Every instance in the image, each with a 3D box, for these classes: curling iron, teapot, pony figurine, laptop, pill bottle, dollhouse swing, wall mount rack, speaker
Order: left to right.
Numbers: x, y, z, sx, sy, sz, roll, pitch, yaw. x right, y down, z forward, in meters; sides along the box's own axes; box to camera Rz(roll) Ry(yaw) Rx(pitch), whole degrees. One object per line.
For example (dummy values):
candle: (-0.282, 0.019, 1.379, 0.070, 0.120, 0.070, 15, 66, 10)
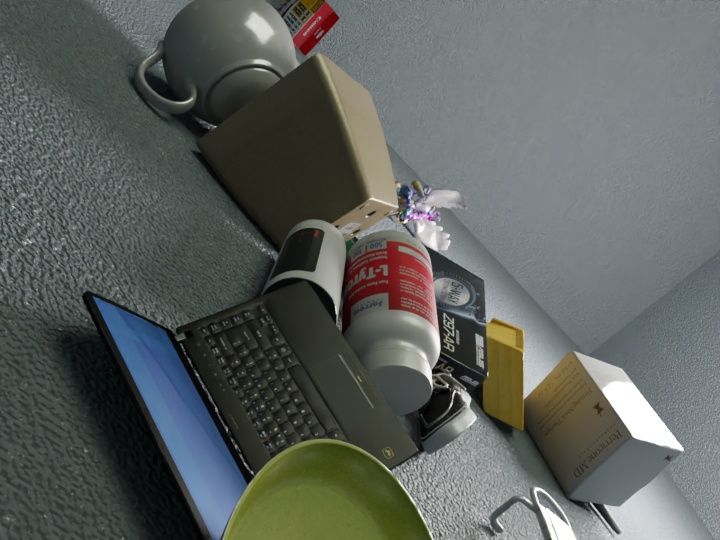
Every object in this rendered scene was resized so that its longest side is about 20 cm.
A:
teapot: (-0.171, -0.263, 0.903, 0.148, 0.198, 0.197, 67, 10, 26)
laptop: (-0.063, 0.078, 0.463, 0.198, 0.104, 0.178, -20, 64, -34)
speaker: (-0.058, 0.010, 0.717, 0.081, 0.081, 0.200, 45, 16, -13)
pill bottle: (0.033, 0.058, 0.762, 0.112, 0.112, 0.202, 39, 31, -30)
pony figurine: (0.154, -0.158, 1.702, 0.190, 0.169, 0.201, 11, 28, -10)
dollhouse swing: (0.203, 0.168, 1.179, 0.200, 0.173, 0.185, -25, 115, -75)
wall mount rack: (0.222, 0.343, 0.723, 0.173, 0.075, 0.200, 41, 16, -14)
curling iron: (0.425, 0.399, 1.250, 0.049, 0.026, 0.201, 9, 40, -51)

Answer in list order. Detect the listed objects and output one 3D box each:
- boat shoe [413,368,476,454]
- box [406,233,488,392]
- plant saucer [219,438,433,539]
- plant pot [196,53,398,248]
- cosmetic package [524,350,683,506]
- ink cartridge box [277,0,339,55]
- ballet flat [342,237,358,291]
boat shoe: (0.095, 0.158, 0.800, 0.068, 0.073, 0.199, 53, 14, 4)
box: (0.112, 0.059, 0.982, 0.159, 0.044, 0.202, 30, 40, -17)
plant saucer: (-0.013, 0.197, 0.362, 0.199, 0.031, 0.202, 36, 41, -38)
plant pot: (-0.058, -0.130, 0.884, 0.179, 0.198, 0.199, 62, 17, 9)
cosmetic package: (0.427, 0.287, 1.205, 0.165, 0.168, 0.201, 20, 28, -33)
ink cartridge box: (-0.206, -0.944, 2.488, 0.176, 0.200, 0.084, 51, 15, 15)
ballet flat: (0.000, 0.000, 0.951, 0.068, 0.068, 0.201, 45, 13, -48)
